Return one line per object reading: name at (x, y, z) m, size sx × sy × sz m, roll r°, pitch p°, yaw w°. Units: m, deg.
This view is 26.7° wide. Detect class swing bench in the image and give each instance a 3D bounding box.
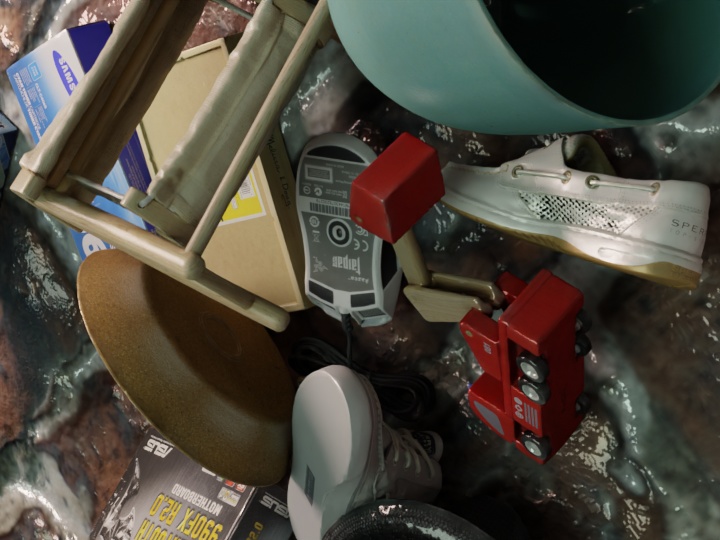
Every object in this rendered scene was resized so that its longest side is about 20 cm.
swing bench at (-0.101, -0.100, 0.942) m, size 0.200 × 0.130 × 0.199 m, roll 25°, pitch 83°, yaw 29°

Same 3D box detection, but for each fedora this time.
fedora at (0.062, 0.217, 1.009) m, size 0.200 × 0.092 × 0.201 m, roll 17°, pitch 125°, yaw 26°

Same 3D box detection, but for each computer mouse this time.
computer mouse at (0.000, 0.000, 1.022) m, size 0.109 × 0.044 × 0.200 m, roll 13°, pitch 116°, yaw 29°

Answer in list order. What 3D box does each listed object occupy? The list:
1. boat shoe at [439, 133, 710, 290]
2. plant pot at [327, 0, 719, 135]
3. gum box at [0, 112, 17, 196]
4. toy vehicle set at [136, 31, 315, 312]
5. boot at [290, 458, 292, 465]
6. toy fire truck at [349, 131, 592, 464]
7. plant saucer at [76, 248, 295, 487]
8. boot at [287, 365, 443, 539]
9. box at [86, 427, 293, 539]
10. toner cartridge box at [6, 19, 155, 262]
boat shoe at (0.122, -0.045, 0.879) m, size 0.200 × 0.071 × 0.069 m, roll 20°, pitch 94°, yaw 45°
plant pot at (0.076, -0.162, 0.785) m, size 0.161 × 0.200 × 0.201 m, roll -8°, pitch 101°, yaw 55°
gum box at (-0.393, -0.042, 1.267) m, size 0.045 × 0.200 × 0.170 m, roll 42°, pitch 131°, yaw 22°
toy vehicle set at (-0.100, -0.063, 1.104) m, size 0.124 × 0.026 × 0.200 m, roll -8°, pitch 101°, yaw 45°
boot at (-0.114, 0.072, 1.100) m, size 0.097 × 0.075 × 0.200 m, roll 19°, pitch 153°, yaw 42°
toy fire truck at (0.068, 0.022, 0.905) m, size 0.141 × 0.049 × 0.200 m, roll 33°, pitch 155°, yaw 27°
plant saucer at (-0.105, 0.054, 1.025) m, size 0.035 × 0.200 × 0.200 m, roll -40°, pitch 77°, yaw 17°
boot at (0.009, 0.118, 1.006) m, size 0.074 × 0.095 × 0.200 m, roll 61°, pitch 156°, yaw 29°
box at (-0.141, 0.213, 1.141) m, size 0.048 × 0.159 × 0.200 m, roll 36°, pitch 167°, yaw -29°
toner cartridge box at (-0.201, -0.083, 1.180) m, size 0.095 × 0.043 × 0.200 m, roll -20°, pitch 92°, yaw 45°
